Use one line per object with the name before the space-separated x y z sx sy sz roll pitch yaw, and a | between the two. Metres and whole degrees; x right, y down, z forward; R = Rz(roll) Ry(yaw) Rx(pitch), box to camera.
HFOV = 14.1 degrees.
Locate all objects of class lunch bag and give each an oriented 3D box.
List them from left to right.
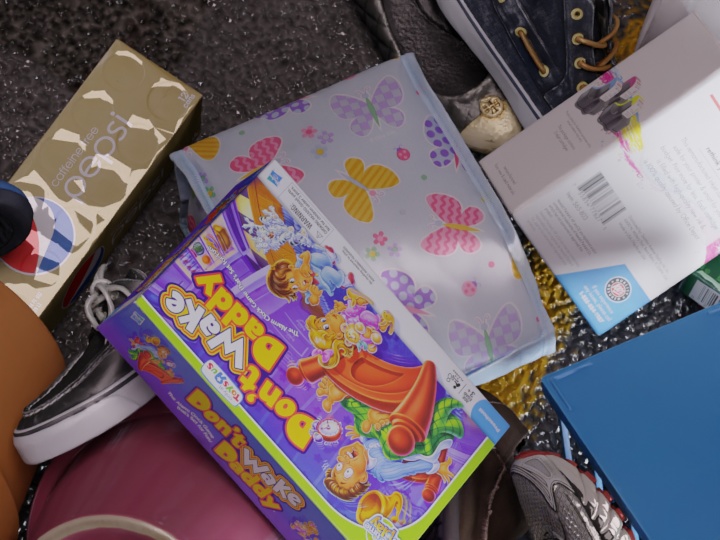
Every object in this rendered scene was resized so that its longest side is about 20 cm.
lunch bag | 0.000 0.000 1.733 0.169 0.127 0.200 -25 64 -12

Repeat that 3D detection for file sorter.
file sorter | 0.212 0.138 1.663 0.138 0.123 0.200 -22 45 -11

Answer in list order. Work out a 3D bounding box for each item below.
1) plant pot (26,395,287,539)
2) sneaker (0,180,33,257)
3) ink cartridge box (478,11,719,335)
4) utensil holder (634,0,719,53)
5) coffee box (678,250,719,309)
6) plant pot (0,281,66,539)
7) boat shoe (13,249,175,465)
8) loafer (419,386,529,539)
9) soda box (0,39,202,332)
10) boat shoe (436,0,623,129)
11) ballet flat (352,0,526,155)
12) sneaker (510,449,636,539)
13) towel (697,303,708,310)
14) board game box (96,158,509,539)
plant pot | -0.107 0.174 1.599 0.199 0.179 0.201 3 101 14
sneaker | -0.278 -0.039 1.719 0.199 0.066 0.079 -10 47 27
ink cartridge box | 0.187 -0.069 1.731 0.200 0.115 0.068 -34 36 5
utensil holder | 0.292 -0.173 1.789 0.199 0.170 0.170 22 72 1
coffee box | 0.308 0.019 1.771 0.200 0.044 0.123 34 70 8
plant pot | -0.259 0.081 1.661 0.200 0.200 0.140 32 56 6
boat shoe | -0.122 0.027 1.613 0.199 0.074 0.068 -38 104 -10
loafer | 0.070 0.132 1.681 0.071 0.073 0.200 23 35 -7
soda box | -0.177 -0.038 1.763 0.068 0.064 0.200 33 73 7
boat shoe | 0.133 -0.132 1.782 0.200 0.091 0.071 50 44 -1
ballet flat | 0.039 -0.155 1.820 0.066 0.057 0.200 -31 77 -16
sneaker | 0.120 0.197 1.626 0.082 0.078 0.201 -15 81 -14
towel | 0.305 0.059 1.789 0.144 0.023 0.200 -23 75 -12
board game box | -0.028 0.059 1.570 0.200 0.045 0.135 48 52 -8
